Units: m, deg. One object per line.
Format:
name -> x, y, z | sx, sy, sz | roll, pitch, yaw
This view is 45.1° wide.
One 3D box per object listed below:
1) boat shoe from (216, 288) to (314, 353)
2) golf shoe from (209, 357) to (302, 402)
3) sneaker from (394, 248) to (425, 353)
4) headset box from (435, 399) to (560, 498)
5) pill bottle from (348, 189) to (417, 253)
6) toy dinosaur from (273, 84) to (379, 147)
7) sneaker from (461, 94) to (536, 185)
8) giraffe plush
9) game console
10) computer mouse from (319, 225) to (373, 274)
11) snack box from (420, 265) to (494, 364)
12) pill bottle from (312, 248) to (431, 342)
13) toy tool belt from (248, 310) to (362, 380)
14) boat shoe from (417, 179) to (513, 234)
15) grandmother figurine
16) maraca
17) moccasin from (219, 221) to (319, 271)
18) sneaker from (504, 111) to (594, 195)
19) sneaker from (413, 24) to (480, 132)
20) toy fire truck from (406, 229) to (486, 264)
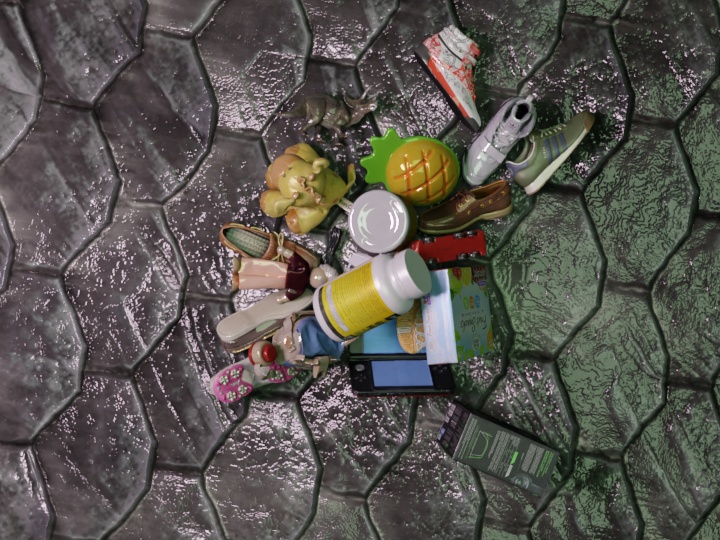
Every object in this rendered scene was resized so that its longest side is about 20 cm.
boat shoe -> -0.177, 0.096, 1.664 | 0.198, 0.072, 0.060 | -25, 133, -16
golf shoe -> -0.200, 0.189, 1.660 | 0.198, 0.091, 0.076 | -17, 94, -27
sneaker -> 0.100, 0.063, 1.657 | 0.075, 0.088, 0.202 | -1, 74, -2
headset box -> 0.262, 0.336, 1.643 | 0.198, 0.174, 0.094 | 24, 88, -5
pill bottle -> 0.048, -0.088, 1.603 | 0.110, 0.200, 0.113 | 0, 92, 10
toy dinosaur -> -0.066, -0.300, 1.674 | 0.197, 0.077, 0.104 | 4, 78, 1
sneaker -> 0.267, -0.256, 1.667 | 0.075, 0.115, 0.201 | 35, 88, -3
giraffe plush -> -0.108, -0.154, 1.591 | 0.198, 0.162, 0.175 | 16, 91, 17
game console -> 0.078, 0.147, 1.659 | 0.197, 0.173, 0.120 | -1, 117, -4
computer mouse -> 0.000, 0.000, 1.639 | 0.199, 0.044, 0.111 | 26, 90, 30
snack box -> 0.181, 0.080, 1.620 | 0.067, 0.199, 0.171 | -7, 88, 29
pill bottle -> 0.022, 0.041, 1.536 | 0.199, 0.112, 0.113 | -27, 93, 28
toy tool belt -> -0.097, 0.136, 1.596 | 0.122, 0.199, 0.126 | -10, 89, 39
boat shoe -> 0.201, -0.126, 1.674 | 0.198, 0.072, 0.068 | -17, 127, -10
grandmother figurine -> -0.139, 0.013, 1.616 | 0.197, 0.061, 0.122 | 2, 132, -10
maraca -> 0.097, -0.196, 1.650 | 0.198, 0.107, 0.138 | 18, 110, -20
moccasin -> -0.173, -0.041, 1.654 | 0.200, 0.078, 0.074 | 28, 88, -4
sneaker -> 0.365, -0.251, 1.697 | 0.090, 0.067, 0.201 | 40, 91, -9
sneaker -> 0.202, -0.378, 1.685 | 0.108, 0.067, 0.202 | -36, 90, -1
toy fire truck -> 0.163, -0.043, 1.628 | 0.198, 0.141, 0.049 | -10, 92, -23
